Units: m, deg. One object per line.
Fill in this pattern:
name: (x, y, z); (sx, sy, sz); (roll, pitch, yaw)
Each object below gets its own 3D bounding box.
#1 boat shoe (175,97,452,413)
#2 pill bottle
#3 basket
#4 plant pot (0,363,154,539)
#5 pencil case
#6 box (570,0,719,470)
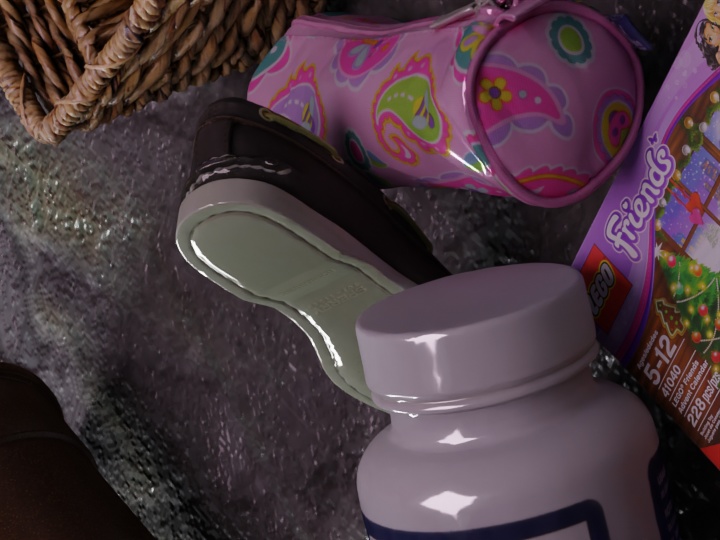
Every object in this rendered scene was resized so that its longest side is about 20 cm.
boat shoe: (0.000, 0.000, 0.992); (0.072, 0.201, 0.061); (-20, 51, 27)
pill bottle: (0.064, 0.105, 0.936); (0.120, 0.120, 0.200); (1, 109, 50)
basket: (-0.118, -0.182, 1.075); (0.200, 0.149, 0.143); (62, 163, 22)
plant pot: (-0.170, 0.183, 1.204); (0.198, 0.200, 0.200); (39, 125, 29)
pencil case: (0.031, -0.070, 0.974); (0.200, 0.087, 0.088); (5, 101, 62)
box: (0.162, -0.025, 0.885); (0.137, 0.039, 0.200); (49, 131, 34)
